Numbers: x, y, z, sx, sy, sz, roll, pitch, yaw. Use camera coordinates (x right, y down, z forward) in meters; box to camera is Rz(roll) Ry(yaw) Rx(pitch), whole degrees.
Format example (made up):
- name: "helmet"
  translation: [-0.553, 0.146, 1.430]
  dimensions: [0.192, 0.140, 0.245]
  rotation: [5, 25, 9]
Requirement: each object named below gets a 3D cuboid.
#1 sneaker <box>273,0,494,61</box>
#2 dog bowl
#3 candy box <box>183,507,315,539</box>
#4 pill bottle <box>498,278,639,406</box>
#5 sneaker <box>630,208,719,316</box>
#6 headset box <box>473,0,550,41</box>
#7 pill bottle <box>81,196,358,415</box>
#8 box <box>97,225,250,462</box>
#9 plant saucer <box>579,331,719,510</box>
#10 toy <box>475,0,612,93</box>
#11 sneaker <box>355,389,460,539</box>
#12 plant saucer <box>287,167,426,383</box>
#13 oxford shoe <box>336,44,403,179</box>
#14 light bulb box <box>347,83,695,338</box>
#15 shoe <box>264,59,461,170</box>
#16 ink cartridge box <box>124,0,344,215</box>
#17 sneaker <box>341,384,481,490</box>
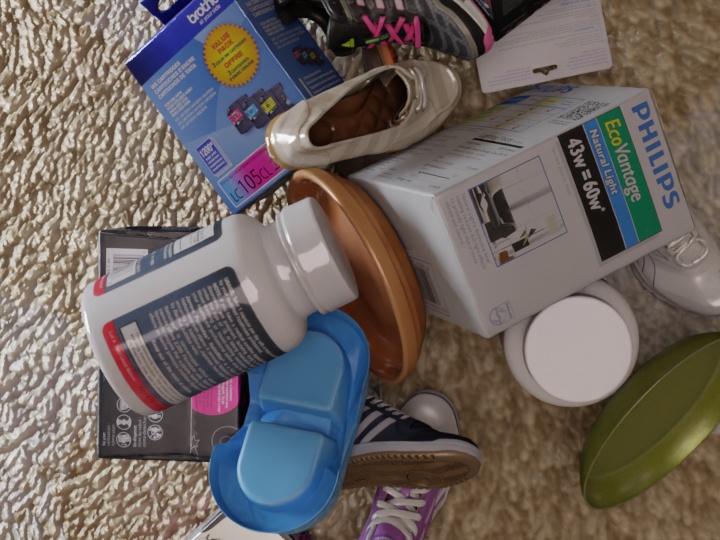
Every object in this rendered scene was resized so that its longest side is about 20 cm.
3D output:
- name: "sneaker"
  translation: [0.012, -0.211, 1.144]
  dimensions: [0.200, 0.074, 0.088]
  rotation: [26, 71, 13]
- name: "dog bowl"
  translation: [-0.054, 0.129, 1.148]
  dimensions: [0.111, 0.050, 0.200]
  rotation: [9, 67, 17]
- name: "candy box"
  translation: [-0.082, 0.310, 1.260]
  dimensions: [0.136, 0.061, 0.200]
  rotation: [-42, 91, 6]
- name: "pill bottle"
  translation: [0.175, 0.054, 1.157]
  dimensions: [0.112, 0.200, 0.112]
  rotation: [0, 94, 3]
- name: "sneaker"
  translation: [0.262, -0.039, 1.202]
  dimensions: [0.074, 0.087, 0.200]
  rotation: [-40, 93, -2]
- name: "headset box"
  translation: [0.142, -0.274, 1.090]
  dimensions: [0.149, 0.200, 0.077]
  rotation: [-38, 85, 4]
- name: "pill bottle"
  translation: [-0.109, 0.024, 1.096]
  dimensions: [0.200, 0.120, 0.120]
  rotation: [-25, 92, 7]
- name: "box"
  translation: [-0.160, 0.061, 1.221]
  dimensions: [0.132, 0.115, 0.200]
  rotation: [1, 94, 5]
- name: "plant saucer"
  translation: [0.258, 0.123, 1.178]
  dimensions: [0.200, 0.200, 0.031]
  rotation: [-47, 59, 5]
- name: "toy"
  translation: [0.147, -0.263, 1.214]
  dimensions: [0.115, 0.047, 0.200]
  rotation: [-11, 88, 8]
- name: "sneaker"
  translation: [0.041, 0.209, 1.220]
  dimensions: [0.073, 0.114, 0.201]
  rotation: [16, 94, 4]
- name: "plant saucer"
  translation: [0.000, 0.000, 1.174]
  dimensions: [0.037, 0.200, 0.200]
  rotation: [-25, 92, -18]
- name: "oxford shoe"
  translation: [0.011, -0.114, 1.222]
  dimensions: [0.073, 0.071, 0.200]
  rotation: [-5, 94, 9]
- name: "light bulb box"
  translation: [0.127, -0.058, 1.120]
  dimensions: [0.200, 0.198, 0.125]
  rotation: [-26, 106, -14]
- name: "shoe"
  translation: [0.015, -0.130, 1.131]
  dimensions: [0.200, 0.053, 0.070]
  rotation: [-25, 94, -33]
- name: "ink cartridge box"
  translation: [-0.110, -0.170, 1.198]
  dimensions: [0.136, 0.076, 0.200]
  rotation: [-35, 90, 32]
- name: "sneaker"
  translation: [0.021, 0.131, 1.196]
  dimensions: [0.200, 0.070, 0.109]
  rotation: [-9, 53, 35]
